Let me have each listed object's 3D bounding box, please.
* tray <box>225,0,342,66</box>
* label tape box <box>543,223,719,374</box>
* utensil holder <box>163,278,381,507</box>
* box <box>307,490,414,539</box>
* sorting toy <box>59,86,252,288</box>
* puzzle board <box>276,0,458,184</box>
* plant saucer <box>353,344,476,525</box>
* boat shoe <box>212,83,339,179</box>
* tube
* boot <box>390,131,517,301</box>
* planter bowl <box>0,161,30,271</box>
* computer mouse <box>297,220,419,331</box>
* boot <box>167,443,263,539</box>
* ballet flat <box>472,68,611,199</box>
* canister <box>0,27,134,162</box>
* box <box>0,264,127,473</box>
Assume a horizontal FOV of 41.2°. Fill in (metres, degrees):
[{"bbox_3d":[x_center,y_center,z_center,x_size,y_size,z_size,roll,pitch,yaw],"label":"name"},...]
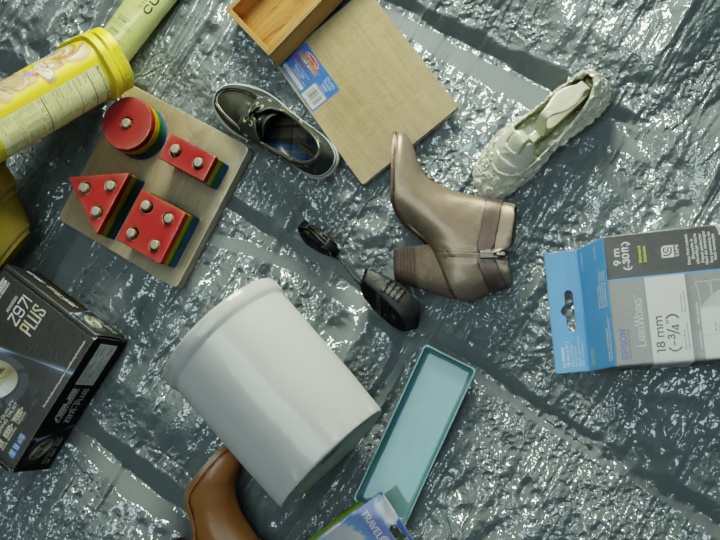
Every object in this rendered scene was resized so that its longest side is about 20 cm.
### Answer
[{"bbox_3d":[-0.067,-0.365,1.211,0.200,0.037,0.099,-44,65,3],"label":"tray"},{"bbox_3d":[0.307,0.035,1.057,0.197,0.063,0.146,-6,80,12],"label":"label tape box"},{"bbox_3d":[-0.097,0.140,1.089,0.170,0.170,0.200,-45,78,4],"label":"utensil holder"},{"bbox_3d":[-0.025,0.355,1.073,0.199,0.048,0.123,-35,86,-10],"label":"box"},{"bbox_3d":[-0.272,-0.114,1.214,0.197,0.070,0.202,28,90,16],"label":"sorting toy"},{"bbox_3d":[0.007,-0.229,1.192,0.150,0.017,0.201,-38,75,7],"label":"puzzle board"},{"bbox_3d":[0.064,0.192,1.117,0.069,0.019,0.202,25,88,15],"label":"plant saucer"},{"bbox_3d":[-0.111,-0.181,1.186,0.199,0.057,0.069,33,91,21],"label":"boat shoe"},{"bbox_3d":[-0.282,-0.354,1.263,0.058,0.052,0.201,38,86,-25],"label":"tube"},{"bbox_3d":[0.109,-0.066,1.116,0.144,0.070,0.203,-3,91,15],"label":"boot"},{"bbox_3d":[-0.480,-0.037,1.216,0.083,0.200,0.201,36,92,-13],"label":"planter bowl"},{"bbox_3d":[0.000,0.000,1.146,0.034,0.059,0.200,-41,70,-18],"label":"computer mouse"},{"bbox_3d":[-0.141,0.313,1.118,0.154,0.077,0.202,27,91,17],"label":"boot"},{"bbox_3d":[0.204,-0.163,1.110,0.200,0.072,0.072,-42,75,5],"label":"ballet flat"},{"bbox_3d":[-0.396,-0.211,1.178,0.199,0.148,0.087,-39,114,-28],"label":"canister"},{"bbox_3d":[-0.421,0.124,1.208,0.163,0.086,0.201,34,91,16],"label":"box"}]
